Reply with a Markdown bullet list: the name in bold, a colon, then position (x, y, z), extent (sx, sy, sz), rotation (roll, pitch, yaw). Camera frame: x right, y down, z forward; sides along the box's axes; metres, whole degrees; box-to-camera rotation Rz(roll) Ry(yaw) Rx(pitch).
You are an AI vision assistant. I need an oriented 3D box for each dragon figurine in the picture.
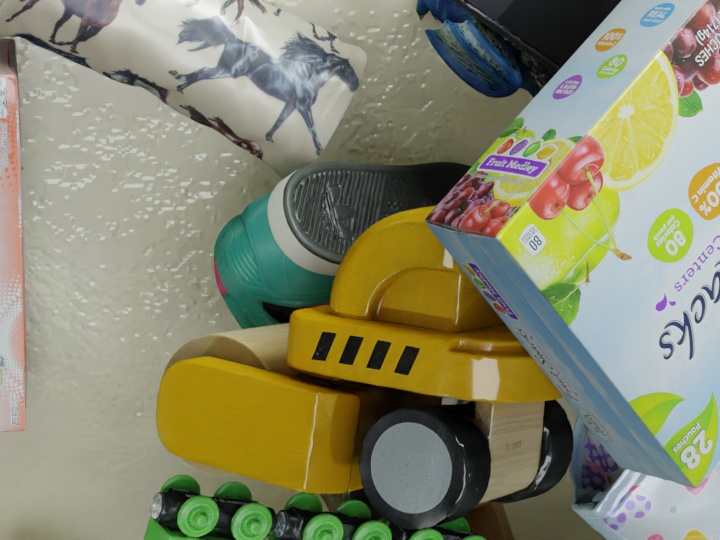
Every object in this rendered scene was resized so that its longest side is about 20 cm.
- **dragon figurine**: position (0.068, -0.126, 1.454), extent (0.200, 0.099, 0.059), rotation (40, 101, -20)

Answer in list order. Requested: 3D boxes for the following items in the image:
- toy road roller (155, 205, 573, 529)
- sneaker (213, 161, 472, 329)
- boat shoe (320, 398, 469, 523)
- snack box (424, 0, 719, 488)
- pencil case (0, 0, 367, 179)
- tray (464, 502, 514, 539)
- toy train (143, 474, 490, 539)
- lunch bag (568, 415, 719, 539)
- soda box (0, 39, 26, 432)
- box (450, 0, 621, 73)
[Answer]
- **toy road roller**: position (0.009, 0.035, 1.379), extent (0.200, 0.123, 0.146), rotation (10, 98, 29)
- **sneaker**: position (0.000, 0.000, 1.507), extent (0.200, 0.084, 0.121), rotation (8, 154, -42)
- **boat shoe**: position (0.032, 0.067, 1.492), extent (0.075, 0.068, 0.200), rotation (0, 147, -25)
- **snack box**: position (0.152, -0.031, 1.308), extent (0.200, 0.068, 0.169), rotation (-47, 117, -16)
- **pencil case**: position (-0.093, -0.116, 1.449), extent (0.200, 0.089, 0.078), rotation (26, 78, -17)
- **tray**: position (0.003, 0.193, 1.537), extent (0.200, 0.037, 0.099), rotation (-15, 85, -35)
- **toy train**: position (-0.021, 0.147, 1.483), extent (0.200, 0.042, 0.056), rotation (11, 104, -27)
- **lunch bag**: position (0.215, 0.088, 1.504), extent (0.170, 0.127, 0.200), rotation (37, 64, -18)
- **soda box**: position (-0.208, -0.016, 1.479), extent (0.068, 0.064, 0.200), rotation (-1, 111, -7)
- **box**: position (0.163, -0.161, 1.355), extent (0.198, 0.050, 0.200), rotation (34, 126, -13)
